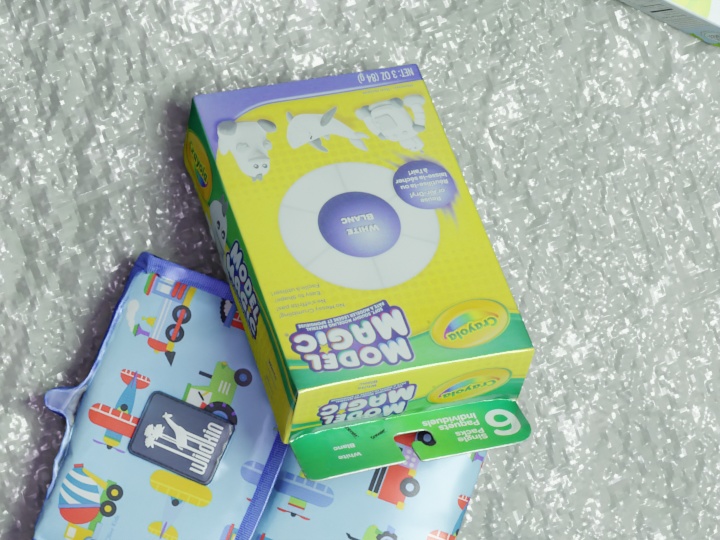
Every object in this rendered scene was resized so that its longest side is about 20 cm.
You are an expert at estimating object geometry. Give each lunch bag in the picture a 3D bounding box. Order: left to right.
[{"bbox_3d":[-0.053,0.090,1.320,0.200,0.094,0.151,20,84,-4],"label":"lunch bag"}]

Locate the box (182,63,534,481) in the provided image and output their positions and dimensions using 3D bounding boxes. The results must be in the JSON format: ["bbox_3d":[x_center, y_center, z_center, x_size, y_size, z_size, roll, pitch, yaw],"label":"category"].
[{"bbox_3d":[0.000,0.000,1.287,0.117,0.048,0.200,-10,58,-17],"label":"box"}]

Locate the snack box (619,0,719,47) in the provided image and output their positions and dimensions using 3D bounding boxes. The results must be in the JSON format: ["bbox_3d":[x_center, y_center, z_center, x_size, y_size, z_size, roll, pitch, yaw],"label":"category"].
[{"bbox_3d":[0.165,-0.228,1.390,0.142,0.053,0.200,23,84,-18],"label":"snack box"}]
